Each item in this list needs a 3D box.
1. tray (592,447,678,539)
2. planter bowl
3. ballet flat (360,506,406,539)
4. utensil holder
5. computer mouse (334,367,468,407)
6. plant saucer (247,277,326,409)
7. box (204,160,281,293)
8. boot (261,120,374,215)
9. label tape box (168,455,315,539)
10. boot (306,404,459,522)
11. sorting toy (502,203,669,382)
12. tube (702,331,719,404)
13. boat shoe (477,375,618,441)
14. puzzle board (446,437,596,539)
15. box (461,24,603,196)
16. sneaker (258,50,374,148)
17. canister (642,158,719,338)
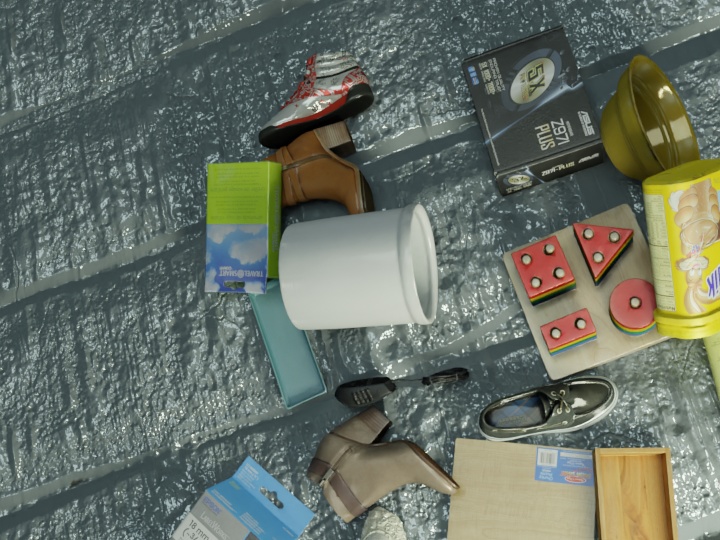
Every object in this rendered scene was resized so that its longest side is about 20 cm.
[{"bbox_3d":[0.359,0.335,1.245,0.097,0.037,0.203,-2,74,5],"label":"tray"},{"bbox_3d":[0.394,-0.192,1.344,0.083,0.199,0.203,-24,66,38],"label":"planter bowl"},{"bbox_3d":[0.026,0.425,1.305,0.071,0.072,0.203,-2,72,15],"label":"ballet flat"},{"bbox_3d":[0.000,0.000,1.389,0.197,0.170,0.172,-6,72,17],"label":"utensil holder"},{"bbox_3d":[0.060,0.170,1.384,0.197,0.059,0.035,-9,93,9],"label":"computer mouse"},{"bbox_3d":[-0.112,0.109,1.466,0.069,0.019,0.202,-24,69,8],"label":"plant saucer"},{"bbox_3d":[-0.183,-0.067,1.495,0.120,0.048,0.203,1,89,26],"label":"box"},{"bbox_3d":[-0.069,-0.130,1.493,0.154,0.077,0.202,-22,67,7],"label":"boot"},{"bbox_3d":[-0.184,0.387,1.377,0.144,0.063,0.201,35,86,22],"label":"label tape box"},{"bbox_3d":[0.023,0.292,1.343,0.199,0.070,0.147,39,85,32],"label":"boot"},{"bbox_3d":[0.321,0.023,1.339,0.197,0.070,0.202,-22,69,8],"label":"sorting toy"},{"bbox_3d":[0.501,0.161,1.259,0.058,0.051,0.203,-29,67,50],"label":"tube"},{"bbox_3d":[0.257,0.190,1.309,0.197,0.057,0.069,-17,69,5],"label":"boat shoe"},{"bbox_3d":[0.221,0.315,1.308,0.197,0.017,0.153,2,73,16],"label":"puzzle board"},{"bbox_3d":[0.256,-0.237,1.428,0.162,0.086,0.203,-17,70,10],"label":"box"},{"bbox_3d":[-0.084,-0.280,1.551,0.199,0.067,0.109,-24,68,4],"label":"sneaker"},{"bbox_3d":[0.436,-0.031,1.240,0.086,0.147,0.203,6,111,53],"label":"canister"}]
